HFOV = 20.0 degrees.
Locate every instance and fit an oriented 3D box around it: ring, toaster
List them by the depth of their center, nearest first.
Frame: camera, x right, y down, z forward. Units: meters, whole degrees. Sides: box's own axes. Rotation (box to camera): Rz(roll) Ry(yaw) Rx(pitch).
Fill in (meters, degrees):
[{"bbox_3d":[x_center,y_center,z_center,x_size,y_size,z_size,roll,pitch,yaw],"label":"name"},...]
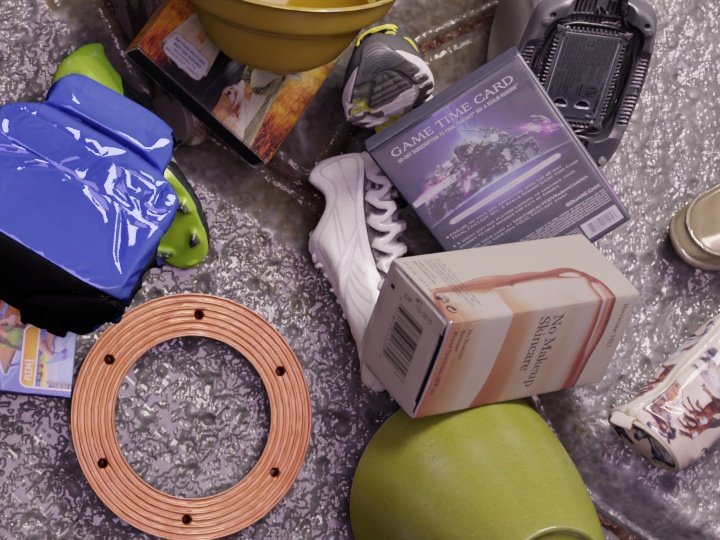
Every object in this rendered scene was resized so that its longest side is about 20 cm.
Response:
[{"bbox_3d":[-0.137,0.119,1.651,0.200,0.019,0.201,2,84,-17],"label":"ring"},{"bbox_3d":[0.169,-0.190,1.661,0.113,0.201,0.129,4,40,-11],"label":"toaster"}]

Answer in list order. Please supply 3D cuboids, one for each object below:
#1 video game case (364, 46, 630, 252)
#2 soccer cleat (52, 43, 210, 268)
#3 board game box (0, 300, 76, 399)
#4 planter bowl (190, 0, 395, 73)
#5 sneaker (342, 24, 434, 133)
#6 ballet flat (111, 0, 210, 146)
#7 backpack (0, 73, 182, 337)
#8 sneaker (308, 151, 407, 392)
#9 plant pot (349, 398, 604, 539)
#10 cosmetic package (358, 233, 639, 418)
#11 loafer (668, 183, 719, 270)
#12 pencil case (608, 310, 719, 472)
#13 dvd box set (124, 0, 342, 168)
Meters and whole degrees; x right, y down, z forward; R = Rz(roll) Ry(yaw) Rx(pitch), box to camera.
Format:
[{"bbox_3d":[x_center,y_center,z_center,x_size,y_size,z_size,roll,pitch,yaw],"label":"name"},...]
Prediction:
[{"bbox_3d":[0.113,-0.072,1.648,0.143,0.019,0.200,-32,126,11],"label":"video game case"},{"bbox_3d":[-0.176,-0.094,1.641,0.067,0.081,0.200,-21,114,24],"label":"soccer cleat"},{"bbox_3d":[-0.289,-0.002,1.630,0.135,0.034,0.201,7,83,-11],"label":"board game box"},{"bbox_3d":[-0.063,-0.209,1.578,0.200,0.201,0.084,5,122,-11],"label":"planter bowl"},{"bbox_3d":[0.015,-0.160,1.633,0.074,0.200,0.085,-21,77,3],"label":"sneaker"},{"bbox_3d":[-0.160,-0.199,1.666,0.046,0.067,0.201,-17,89,-39],"label":"ballet flat"},{"bbox_3d":[-0.220,-0.041,1.530,0.162,0.200,0.168,35,68,-4],"label":"backpack"},{"bbox_3d":[0.000,0.000,1.677,0.081,0.075,0.201,-3,89,10],"label":"sneaker"},{"bbox_3d":[0.112,0.207,1.581,0.186,0.200,0.188,-5,106,-18],"label":"plant pot"},{"bbox_3d":[0.111,0.043,1.624,0.199,0.104,0.087,-9,42,-35],"label":"cosmetic package"},{"bbox_3d":[0.355,-0.060,1.739,0.199,0.068,0.076,-20,68,-17],"label":"loafer"},{"bbox_3d":[0.297,0.083,1.716,0.200,0.078,0.090,-43,120,-11],"label":"pencil case"},{"bbox_3d":[-0.080,-0.206,1.659,0.146,0.029,0.200,42,67,-20],"label":"dvd box set"}]
